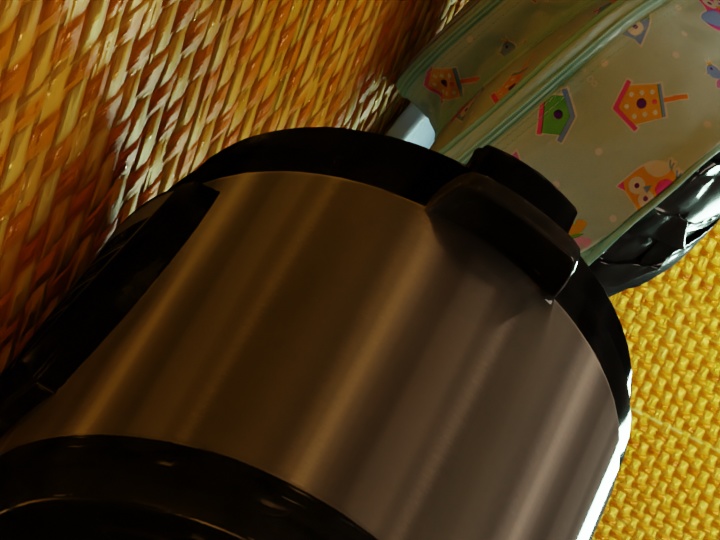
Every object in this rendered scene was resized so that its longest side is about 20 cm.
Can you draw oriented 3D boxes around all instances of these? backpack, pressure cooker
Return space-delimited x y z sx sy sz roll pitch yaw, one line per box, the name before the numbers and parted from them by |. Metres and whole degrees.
backpack | 0.106 -0.069 1.105 0.176 0.153 0.200 -38 -177 29
pressure cooker | -0.012 0.057 0.756 0.200 0.176 0.179 -60 142 -41

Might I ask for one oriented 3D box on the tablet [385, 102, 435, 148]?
tablet | 0.000 0.000 1.215 0.130 0.014 0.200 -52 164 -53
